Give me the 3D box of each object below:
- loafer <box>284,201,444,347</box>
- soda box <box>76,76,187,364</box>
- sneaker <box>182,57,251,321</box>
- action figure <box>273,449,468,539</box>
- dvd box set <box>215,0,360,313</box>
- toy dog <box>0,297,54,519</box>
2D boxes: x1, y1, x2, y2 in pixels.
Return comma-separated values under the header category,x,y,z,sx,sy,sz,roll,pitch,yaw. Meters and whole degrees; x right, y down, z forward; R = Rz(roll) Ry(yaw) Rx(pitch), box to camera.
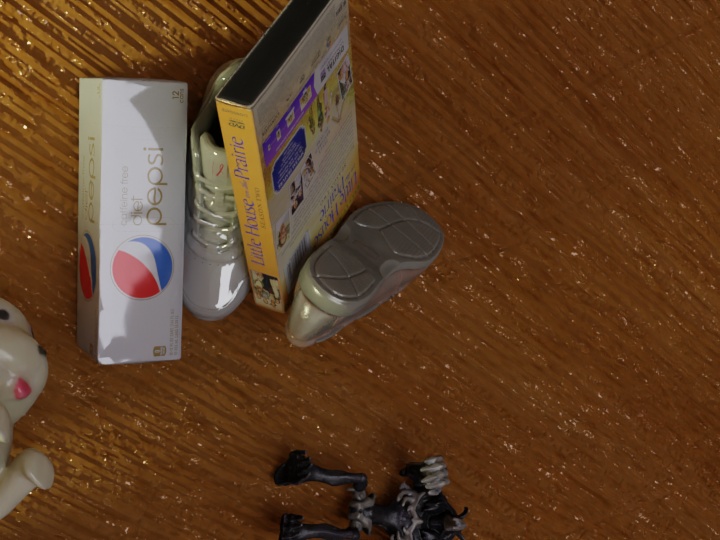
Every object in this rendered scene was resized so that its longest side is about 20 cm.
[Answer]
category,x,y,z,sx,sy,sz,roll,pitch,yaw
loafer,0.000,0.000,0.847,0.063,0.072,0.200,-55,169,31
soda box,-0.166,-0.037,0.778,0.063,0.068,0.201,-2,100,-28
sneaker,-0.103,-0.062,0.782,0.078,0.099,0.201,7,91,-2
action figure,0.028,0.210,0.909,0.199,0.102,0.119,14,81,-28
dvd box set,-0.044,-0.087,0.769,0.200,0.029,0.147,85,27,-49
toy dog,-0.283,0.106,0.701,0.200,0.193,0.140,-58,137,-25
